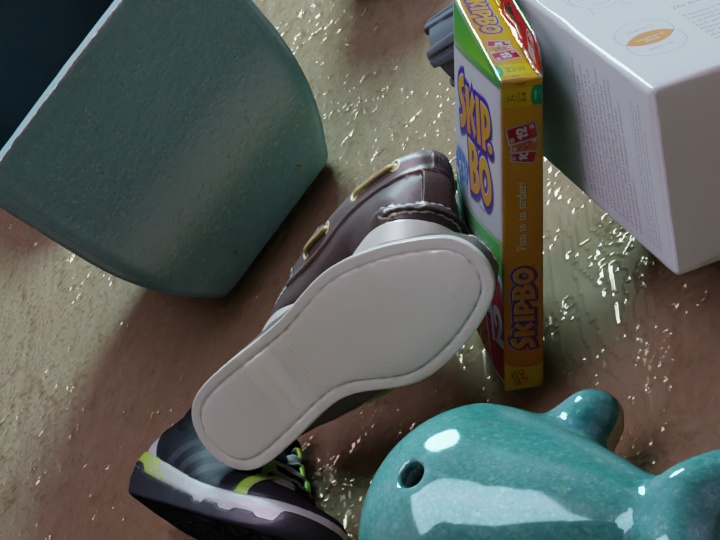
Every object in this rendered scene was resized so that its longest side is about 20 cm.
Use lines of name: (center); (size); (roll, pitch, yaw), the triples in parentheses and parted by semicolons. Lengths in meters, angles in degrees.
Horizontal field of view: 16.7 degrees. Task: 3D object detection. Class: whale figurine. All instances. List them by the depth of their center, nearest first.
whale figurine: (0.080, 0.115, 1.108); (0.199, 0.104, 0.160); (-11, 48, 47)

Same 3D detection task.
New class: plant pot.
plant pot: (-0.138, -0.095, 1.518); (0.196, 0.200, 0.196); (-54, 31, -4)

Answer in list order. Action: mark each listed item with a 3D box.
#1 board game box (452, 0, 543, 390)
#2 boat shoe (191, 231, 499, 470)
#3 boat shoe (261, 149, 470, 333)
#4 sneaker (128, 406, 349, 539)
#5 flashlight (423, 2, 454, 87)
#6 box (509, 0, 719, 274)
board game box: (0.070, -0.048, 1.231); (0.030, 0.201, 0.096); (-7, 34, -10)
boat shoe: (-0.003, 0.033, 1.251); (0.201, 0.072, 0.060); (-35, 2, 33)
boat shoe: (0.000, 0.000, 1.323); (0.200, 0.071, 0.060); (134, 145, -58)
sneaker: (-0.062, 0.107, 1.332); (0.199, 0.072, 0.083); (13, 66, 56)
flashlight: (0.124, -0.167, 1.387); (0.199, 0.068, 0.068); (-28, 40, 30)
box: (0.158, -0.095, 1.189); (0.124, 0.098, 0.200); (-18, 29, -12)
